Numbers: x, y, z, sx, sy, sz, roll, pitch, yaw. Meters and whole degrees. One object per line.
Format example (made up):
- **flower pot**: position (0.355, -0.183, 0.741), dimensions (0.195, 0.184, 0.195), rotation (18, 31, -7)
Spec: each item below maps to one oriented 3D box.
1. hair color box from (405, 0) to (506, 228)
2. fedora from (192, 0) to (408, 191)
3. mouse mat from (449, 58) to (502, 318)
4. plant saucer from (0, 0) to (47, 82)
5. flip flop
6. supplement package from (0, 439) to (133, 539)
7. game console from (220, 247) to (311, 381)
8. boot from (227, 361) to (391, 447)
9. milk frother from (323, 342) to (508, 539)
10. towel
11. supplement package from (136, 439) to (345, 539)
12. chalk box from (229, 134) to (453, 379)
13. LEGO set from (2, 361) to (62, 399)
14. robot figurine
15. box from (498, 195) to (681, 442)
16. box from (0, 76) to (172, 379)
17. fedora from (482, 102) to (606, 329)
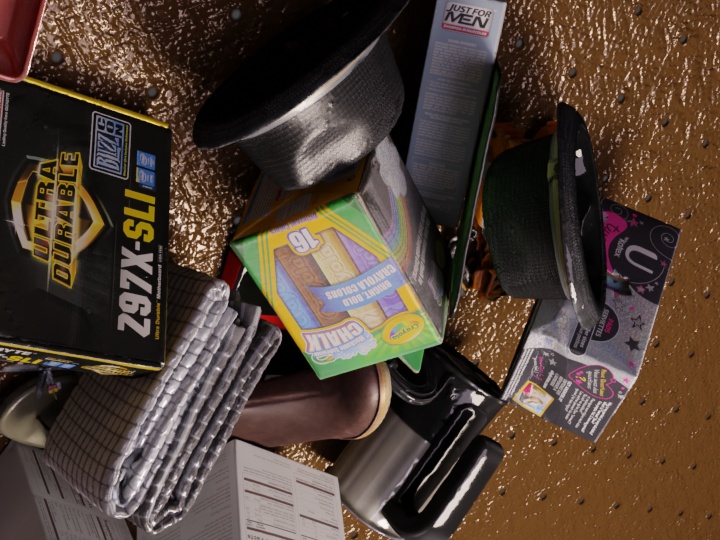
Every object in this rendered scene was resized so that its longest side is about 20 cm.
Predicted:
- **hair color box**: position (0.080, -0.153, 0.900), dimensions (0.060, 0.099, 0.203), rotation (12, 117, 2)
- **fedora**: position (-0.030, -0.131, 0.785), dimensions (0.200, 0.200, 0.092), rotation (-38, 115, -6)
- **mouse mat**: position (0.098, -0.075, 0.867), dimensions (0.007, 0.161, 0.203), rotation (11, 108, 2)
- **plant saucer**: position (-0.285, -0.241, 0.634), dimensions (0.197, 0.037, 0.202), rotation (13, 115, -25)
- **flip flop**: position (-0.239, 0.156, 0.924), dimensions (0.081, 0.058, 0.200), rotation (-46, 132, 1)
- **supplement package**: position (-0.304, 0.286, 0.898), dimensions (0.110, 0.156, 0.201), rotation (34, 97, -40)
- **game console**: position (-0.054, 0.040, 0.995), dimensions (0.197, 0.031, 0.179), rotation (5, 120, -34)
- **boot**: position (-0.079, 0.128, 0.937), dimensions (0.164, 0.074, 0.199), rotation (1, 160, -31)
- **milk frother**: position (0.031, 0.161, 1.047), dimensions (0.199, 0.181, 0.189), rotation (34, 97, -16)
- **towel**: position (-0.164, 0.099, 0.835), dimensions (0.085, 0.165, 0.202), rotation (35, 76, -30)
- **supplement package**: position (-0.111, 0.300, 0.972), dimensions (0.151, 0.203, 0.150), rotation (-33, 138, 29)
- **chalk box**: position (0.000, 0.000, 0.868), dimensions (0.122, 0.125, 0.202), rotation (-17, 121, 22)
- **LEGO set**: position (-0.305, 0.030, 0.762), dimensions (0.197, 0.116, 0.156), rotation (-2, 120, -32)
- **robot figurine**: position (0.159, -0.054, 1.047), dimensions (0.143, 0.058, 0.203), rotation (-7, 121, -28)
- **box**: position (0.236, 0.044, 1.036), dimensions (0.133, 0.113, 0.201), rotation (103, 12, -53)
- **box**: position (-0.219, -0.031, 0.744), dimensions (0.158, 0.204, 0.049), rotation (16, 153, -40)
- **fedora**: position (0.164, -0.045, 0.919), dimensions (0.090, 0.203, 0.202), rotation (-7, 135, 22)
